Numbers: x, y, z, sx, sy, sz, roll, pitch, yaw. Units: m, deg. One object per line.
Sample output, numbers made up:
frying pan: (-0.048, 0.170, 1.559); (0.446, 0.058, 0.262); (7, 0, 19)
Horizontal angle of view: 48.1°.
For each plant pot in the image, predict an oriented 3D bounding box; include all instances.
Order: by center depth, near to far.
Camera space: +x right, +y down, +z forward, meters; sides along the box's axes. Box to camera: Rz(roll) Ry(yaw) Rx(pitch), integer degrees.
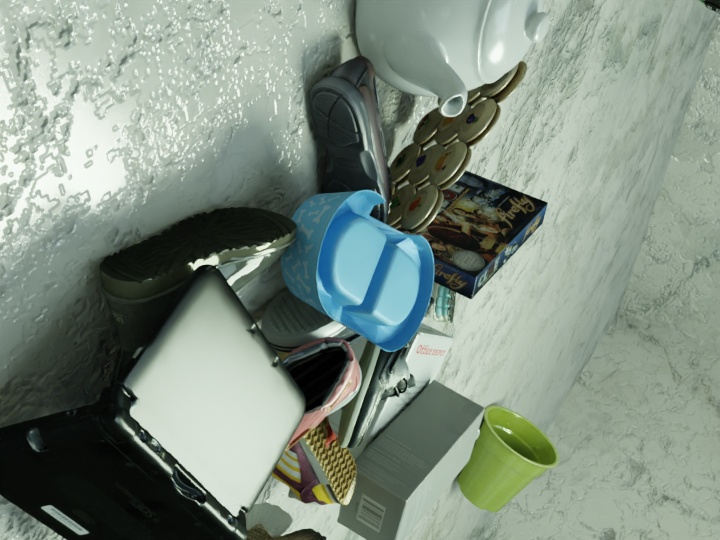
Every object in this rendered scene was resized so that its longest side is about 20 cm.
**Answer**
plant pot: (0.322, 0.450, 1.871); (0.190, 0.200, 0.200); (-58, 160, 21)

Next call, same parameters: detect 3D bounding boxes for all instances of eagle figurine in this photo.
eagle figurine: (-0.111, 0.308, 0.815); (0.152, 0.151, 0.200); (-42, 157, -21)

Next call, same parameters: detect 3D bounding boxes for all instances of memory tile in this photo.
memory tile: (0.079, -0.127, 0.811); (0.017, 0.153, 0.200); (35, 85, -22)

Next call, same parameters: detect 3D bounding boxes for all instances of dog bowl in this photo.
dog bowl: (0.000, 0.000, 0.717); (0.200, 0.049, 0.112); (37, 71, -54)

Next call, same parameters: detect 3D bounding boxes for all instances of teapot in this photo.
teapot: (0.101, -0.240, 0.720); (0.197, 0.146, 0.201); (-10, 121, -63)

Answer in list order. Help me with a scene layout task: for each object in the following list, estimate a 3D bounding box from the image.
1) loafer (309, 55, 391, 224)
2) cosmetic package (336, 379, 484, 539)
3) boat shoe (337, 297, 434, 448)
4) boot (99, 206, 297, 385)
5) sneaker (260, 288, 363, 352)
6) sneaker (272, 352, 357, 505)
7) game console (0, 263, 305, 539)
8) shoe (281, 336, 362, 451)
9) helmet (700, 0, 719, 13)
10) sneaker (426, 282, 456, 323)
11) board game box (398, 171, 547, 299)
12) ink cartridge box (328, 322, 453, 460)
loafer: (0.002, -0.104, 0.749); (0.063, 0.072, 0.200); (-54, 152, -32)
cosmetic package: (0.066, 0.237, 0.996); (0.200, 0.090, 0.107); (-38, 146, -49)
boat shoe: (0.032, 0.104, 0.878); (0.075, 0.066, 0.200); (130, -20, -64)
boot: (-0.129, 0.062, 0.634); (0.182, 0.072, 0.201); (-23, 128, -38)
sneaker: (-0.027, 0.045, 0.821); (0.200, 0.078, 0.080); (-38, 140, -49)
sneaker: (-0.077, 0.177, 0.863); (0.075, 0.090, 0.200); (-61, 137, -55)
game console: (-0.149, 0.115, 0.589); (0.200, 0.175, 0.117); (64, 14, -46)
shoe: (-0.085, 0.133, 0.733); (0.200, 0.072, 0.091); (-36, 162, -10)
helmet: (0.758, -0.644, 1.647); (0.200, 0.191, 0.200); (-29, 168, -7)
sneaker: (0.081, -0.014, 1.003); (0.200, 0.086, 0.078); (-70, 164, -59)
board game box: (0.122, -0.053, 0.967); (0.200, 0.135, 0.035); (-40, 147, -45)
ink cartridge box: (0.024, 0.155, 1.032); (0.200, 0.084, 0.145); (-65, 156, 3)
